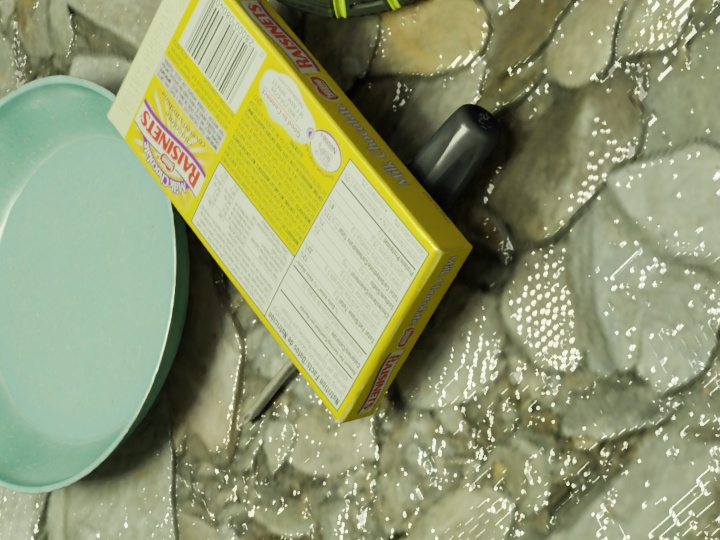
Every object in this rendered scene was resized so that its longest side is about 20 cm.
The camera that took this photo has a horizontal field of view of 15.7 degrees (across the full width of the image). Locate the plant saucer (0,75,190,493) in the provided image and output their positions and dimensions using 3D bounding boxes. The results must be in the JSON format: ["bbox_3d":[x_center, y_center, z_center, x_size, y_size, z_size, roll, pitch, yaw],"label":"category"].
[{"bbox_3d":[-0.143,0.008,1.266,0.199,0.036,0.202,-8,78,44],"label":"plant saucer"}]

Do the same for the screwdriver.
[{"bbox_3d":[0.000,0.000,1.140,0.200,0.028,0.029,-50,24,36],"label":"screwdriver"}]

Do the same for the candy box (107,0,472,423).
[{"bbox_3d":[-0.035,-0.041,1.134,0.200,0.026,0.103,52,131,28],"label":"candy box"}]

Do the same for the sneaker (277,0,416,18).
[{"bbox_3d":[0.028,-0.183,1.110,0.200,0.075,0.077,-39,39,32],"label":"sneaker"}]
